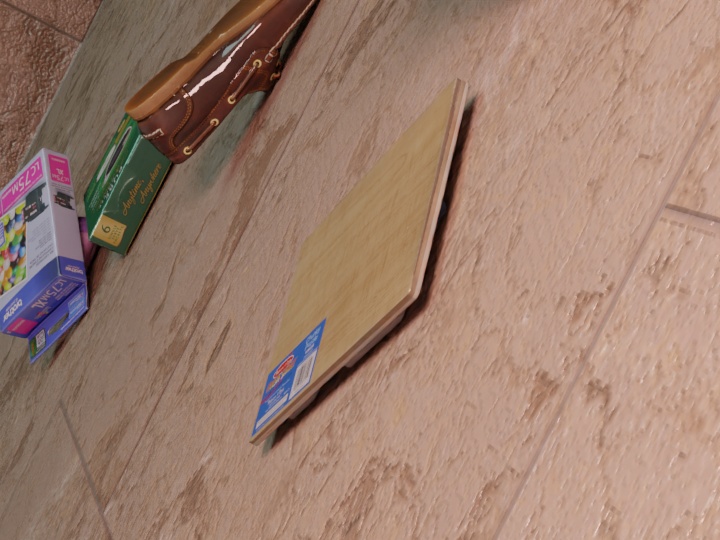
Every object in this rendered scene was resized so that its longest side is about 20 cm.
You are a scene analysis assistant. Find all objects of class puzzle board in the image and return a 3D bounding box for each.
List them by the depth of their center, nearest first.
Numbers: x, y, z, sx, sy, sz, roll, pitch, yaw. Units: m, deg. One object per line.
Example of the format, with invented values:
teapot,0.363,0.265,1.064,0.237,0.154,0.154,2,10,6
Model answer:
puzzle board,0.000,0.000,1.092,0.200,0.017,0.151,-46,25,50

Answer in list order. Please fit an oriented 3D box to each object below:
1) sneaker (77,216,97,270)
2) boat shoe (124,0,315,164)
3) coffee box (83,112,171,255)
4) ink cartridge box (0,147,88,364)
sneaker,-0.341,-0.033,2.131,0.081,0.088,0.200,-64,16,-7
boat shoe,-0.103,-0.174,1.604,0.200,0.070,0.070,-42,19,-1
coffee box,-0.239,-0.097,1.982,0.123,0.044,0.200,-62,15,8
ink cartridge box,-0.343,-0.016,2.044,0.119,0.042,0.201,-39,52,35
